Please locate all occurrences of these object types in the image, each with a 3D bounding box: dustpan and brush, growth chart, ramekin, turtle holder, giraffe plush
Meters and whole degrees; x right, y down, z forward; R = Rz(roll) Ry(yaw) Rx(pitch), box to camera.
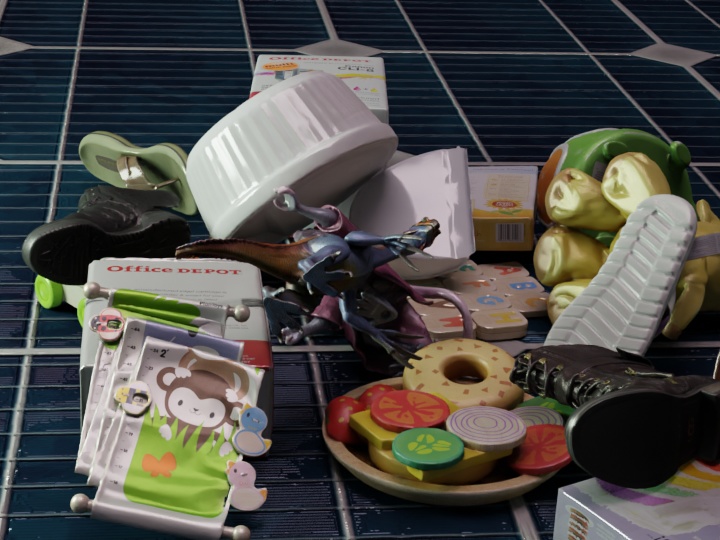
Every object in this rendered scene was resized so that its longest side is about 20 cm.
[{"bbox_3d":[0.011,-0.041,1.586,0.199,0.057,0.140,-7,54,6],"label":"dustpan and brush"},{"bbox_3d":[-0.134,0.100,1.180,0.144,0.018,0.201,4,58,-6],"label":"growth chart"},{"bbox_3d":[-0.072,-0.103,1.539,0.202,0.202,0.094,-25,78,-48],"label":"ramekin"},{"bbox_3d":[0.259,-0.076,1.642,0.185,0.142,0.132,-19,13,-27],"label":"turtle holder"},{"bbox_3d":[0.278,-0.011,1.492,0.199,0.174,0.162,8,-1,41],"label":"giraffe plush"}]

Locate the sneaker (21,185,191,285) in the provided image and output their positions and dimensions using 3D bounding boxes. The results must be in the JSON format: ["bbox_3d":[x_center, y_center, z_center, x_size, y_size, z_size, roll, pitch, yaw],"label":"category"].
[{"bbox_3d":[-0.235,-0.038,1.494,0.199,0.060,0.104,-9,26,-39],"label":"sneaker"}]

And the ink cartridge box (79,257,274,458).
[{"bbox_3d":[-0.148,0.067,1.315,0.146,0.083,0.200,1,23,-7],"label":"ink cartridge box"}]

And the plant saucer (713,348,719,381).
[{"bbox_3d":[0.357,0.085,1.230,0.034,0.201,0.200,25,4,-40],"label":"plant saucer"}]

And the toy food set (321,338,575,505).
[{"bbox_3d":[0.071,0.118,1.263,0.199,0.049,0.198,-12,27,-32],"label":"toy food set"}]

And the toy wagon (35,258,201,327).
[{"bbox_3d":[-0.191,0.016,1.493,0.155,0.040,0.200,-18,30,-39],"label":"toy wagon"}]

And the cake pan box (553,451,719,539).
[{"bbox_3d":[0.260,0.188,1.114,0.183,0.053,0.200,-13,26,-28],"label":"cake pan box"}]

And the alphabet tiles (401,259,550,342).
[{"bbox_3d":[0.079,0.020,1.548,0.195,0.015,0.200,-4,23,-15],"label":"alphabet tiles"}]

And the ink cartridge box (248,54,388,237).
[{"bbox_3d":[-0.045,-0.134,1.734,0.144,0.145,0.200,2,21,-2],"label":"ink cartridge box"}]

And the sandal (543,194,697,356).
[{"bbox_3d":[0.225,0.032,1.376,0.082,0.203,0.050,29,-9,36],"label":"sandal"}]

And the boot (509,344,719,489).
[{"bbox_3d":[0.173,0.096,1.207,0.199,0.070,0.174,-1,13,-40],"label":"boot"}]

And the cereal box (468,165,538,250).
[{"bbox_3d":[0.110,-0.066,1.698,0.143,0.040,0.200,0,18,8],"label":"cereal box"}]

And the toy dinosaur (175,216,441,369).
[{"bbox_3d":[-0.012,-0.017,1.270,0.200,0.105,0.182,36,25,0],"label":"toy dinosaur"}]

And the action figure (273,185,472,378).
[{"bbox_3d":[0.000,0.000,1.431,0.148,0.135,0.200,-4,26,-18],"label":"action figure"}]

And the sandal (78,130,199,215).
[{"bbox_3d":[-0.233,-0.094,1.727,0.200,0.080,0.057,14,41,41],"label":"sandal"}]
